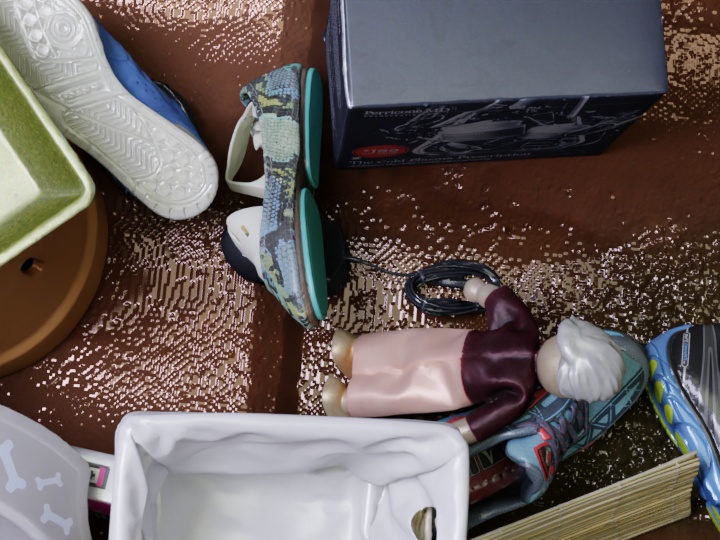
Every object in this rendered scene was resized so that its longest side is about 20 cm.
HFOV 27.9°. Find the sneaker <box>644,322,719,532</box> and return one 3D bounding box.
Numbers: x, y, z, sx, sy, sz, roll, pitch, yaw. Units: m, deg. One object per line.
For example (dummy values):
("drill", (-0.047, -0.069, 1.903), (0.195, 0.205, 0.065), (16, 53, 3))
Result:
("sneaker", (0.263, 0.126, 0.976), (0.082, 0.071, 0.202), (-26, 81, -1))

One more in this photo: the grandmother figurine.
("grandmother figurine", (0.075, 0.061, 0.934), (0.198, 0.060, 0.123), (-4, 69, 29))

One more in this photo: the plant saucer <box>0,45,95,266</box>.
("plant saucer", (-0.284, -0.064, 0.841), (0.199, 0.048, 0.201), (-35, 86, -7))

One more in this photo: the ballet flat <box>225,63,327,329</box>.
("ballet flat", (-0.057, -0.047, 0.966), (0.073, 0.075, 0.202), (1, 56, -3))

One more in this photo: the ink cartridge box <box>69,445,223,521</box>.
("ink cartridge box", (-0.187, 0.134, 0.934), (0.197, 0.095, 0.038), (11, 72, -2))

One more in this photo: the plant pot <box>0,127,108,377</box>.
("plant pot", (-0.269, -0.032, 0.932), (0.197, 0.140, 0.203), (0, 83, -3))

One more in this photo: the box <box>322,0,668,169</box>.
("box", (0.078, -0.138, 0.947), (0.197, 0.182, 0.106), (-4, 82, -4))

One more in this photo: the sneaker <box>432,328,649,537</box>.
("sneaker", (0.114, 0.116, 0.950), (0.199, 0.096, 0.080), (-34, 110, -4))

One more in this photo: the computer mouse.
("computer mouse", (0.000, 0.000, 1.002), (0.197, 0.034, 0.059), (14, 55, -6))

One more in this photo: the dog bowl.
("dog bowl", (-0.250, 0.164, 0.880), (0.197, 0.202, 0.059), (12, 39, -2))

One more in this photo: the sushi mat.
("sushi mat", (0.131, 0.175, 0.954), (0.198, 0.096, 0.012), (-20, 58, -7))

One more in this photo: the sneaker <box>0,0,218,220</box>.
("sneaker", (-0.173, -0.116, 0.961), (0.200, 0.111, 0.077), (43, 89, -10))

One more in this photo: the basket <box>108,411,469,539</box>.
("basket", (-0.048, 0.151, 0.840), (0.197, 0.123, 0.138), (3, 86, -11))
